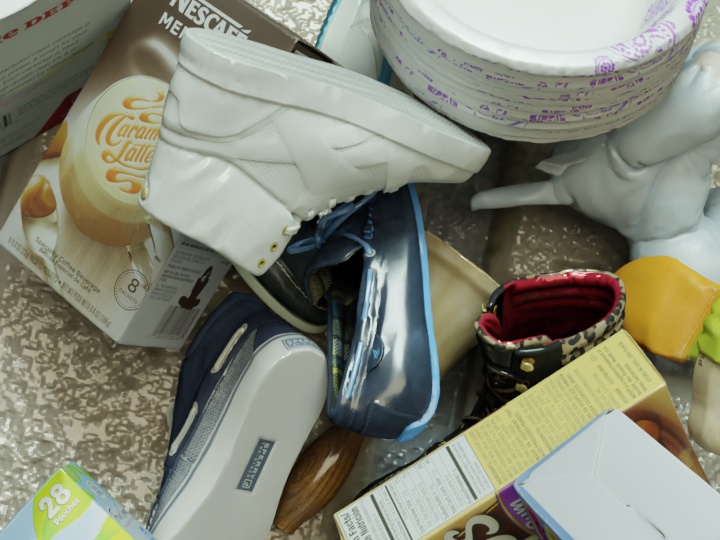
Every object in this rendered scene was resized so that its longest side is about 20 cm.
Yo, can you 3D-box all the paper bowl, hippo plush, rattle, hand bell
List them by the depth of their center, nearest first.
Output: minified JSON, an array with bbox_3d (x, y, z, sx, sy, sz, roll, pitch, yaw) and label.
[{"bbox_3d":[0.103,-0.163,0.798,0.197,0.105,0.203,2,56,-2],"label":"paper bowl"},{"bbox_3d":[0.268,0.055,0.807,0.197,0.143,0.133,-1,88,-20],"label":"rattle"},{"bbox_3d":[0.008,0.080,0.845,0.104,0.104,0.201,37,85,0],"label":"hand bell"},{"bbox_3d":[0.214,-0.045,0.865,0.199,0.159,0.162,-37,98,-35],"label":"hippo plush"}]

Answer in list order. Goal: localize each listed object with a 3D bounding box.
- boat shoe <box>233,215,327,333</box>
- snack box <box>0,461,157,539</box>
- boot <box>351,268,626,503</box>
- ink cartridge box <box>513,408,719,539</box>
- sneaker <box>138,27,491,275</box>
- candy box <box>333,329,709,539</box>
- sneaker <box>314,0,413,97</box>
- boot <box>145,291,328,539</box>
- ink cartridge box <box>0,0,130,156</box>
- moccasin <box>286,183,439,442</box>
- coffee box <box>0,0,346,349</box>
[{"bbox_3d":[-0.059,-0.059,0.852,0.074,0.066,0.201,-8,67,-55],"label":"boat shoe"},{"bbox_3d":[-0.146,0.236,0.729,0.200,0.068,0.169,42,83,0],"label":"snack box"},{"bbox_3d":[0.080,0.089,0.807,0.197,0.152,0.073,-16,42,-15],"label":"boot"},{"bbox_3d":[0.170,0.191,0.691,0.076,0.136,0.201,-33,119,-7],"label":"ink cartridge box"},{"bbox_3d":[-0.027,-0.051,0.731,0.198,0.074,0.117,12,109,-33],"label":"sneaker"},{"bbox_3d":[0.097,0.137,0.768,0.198,0.117,0.057,-32,40,2],"label":"candy box"},{"bbox_3d":[0.036,-0.206,0.892,0.080,0.077,0.202,23,103,-8],"label":"sneaker"},{"bbox_3d":[-0.092,0.117,0.821,0.072,0.090,0.202,26,97,-39],"label":"boot"},{"bbox_3d":[-0.215,-0.145,0.782,0.145,0.200,0.083,-33,84,-17],"label":"ink cartridge box"},{"bbox_3d":[0.000,0.000,0.779,0.067,0.081,0.202,5,51,-20],"label":"moccasin"},{"bbox_3d":[-0.113,-0.069,0.793,0.114,0.080,0.202,34,98,22],"label":"coffee box"}]
